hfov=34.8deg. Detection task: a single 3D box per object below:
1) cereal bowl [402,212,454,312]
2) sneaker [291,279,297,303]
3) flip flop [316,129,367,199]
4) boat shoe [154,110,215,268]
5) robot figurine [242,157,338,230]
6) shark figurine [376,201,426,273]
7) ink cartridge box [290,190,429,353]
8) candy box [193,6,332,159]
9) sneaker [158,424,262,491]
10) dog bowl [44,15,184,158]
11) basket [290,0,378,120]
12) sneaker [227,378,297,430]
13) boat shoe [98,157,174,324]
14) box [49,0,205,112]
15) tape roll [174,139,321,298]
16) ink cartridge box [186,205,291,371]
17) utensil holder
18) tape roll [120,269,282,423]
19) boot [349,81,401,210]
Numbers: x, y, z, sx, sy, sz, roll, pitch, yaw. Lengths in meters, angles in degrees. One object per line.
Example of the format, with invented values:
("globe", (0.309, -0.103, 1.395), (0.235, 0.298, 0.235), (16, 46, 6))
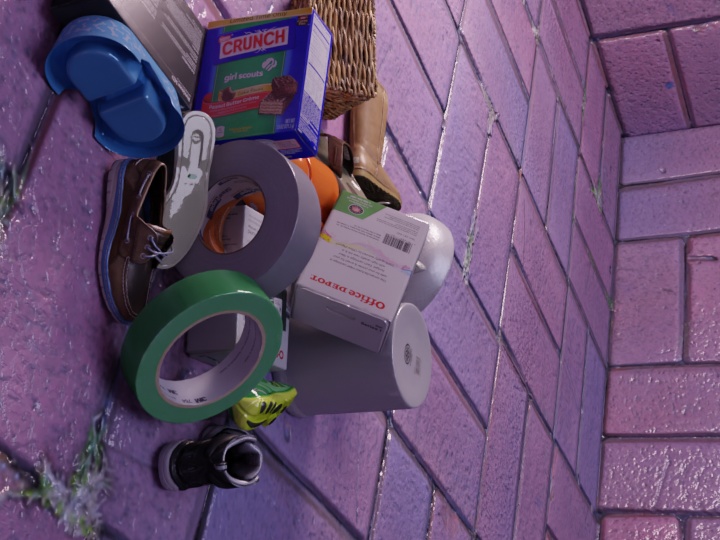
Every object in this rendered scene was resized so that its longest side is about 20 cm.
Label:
("cereal bowl", (0.064, -0.015, 1.972), (0.083, 0.199, 0.202), (32, 52, -31))
("sneaker", (-0.090, 0.012, 1.717), (0.201, 0.098, 0.079), (-65, 142, -48))
("flip flop", (-0.034, -0.175, 1.870), (0.201, 0.057, 0.081), (56, 27, 2))
("boat shoe", (-0.236, -0.103, 1.457), (0.071, 0.067, 0.203), (12, 90, -44))
("robot figurine", (-0.107, -0.124, 1.692), (0.200, 0.115, 0.146), (27, 67, -63))
("shark figurine", (0.009, -0.036, 1.889), (0.215, 0.126, 0.090), (-122, -144, -53))
("ink cartridge box", (0.000, 0.000, 1.657), (0.084, 0.143, 0.201), (106, 6, -50))
("candy box", (-0.136, -0.253, 1.586), (0.077, 0.167, 0.202), (50, 41, -56))
("sneaker", (-0.166, 0.244, 1.487), (0.200, 0.112, 0.077), (-3, 88, -65))
("dog bowl", (-0.282, -0.215, 1.339), (0.200, 0.110, 0.050), (55, 24, -47))
("basket", (-0.066, -0.365, 1.892), (0.141, 0.148, 0.203), (5, 79, -31))
("sneaker", (-0.144, 0.169, 1.589), (0.084, 0.074, 0.200), (46, 2, 10))
("boat shoe", (-0.265, -0.037, 1.374), (0.072, 0.071, 0.203), (10, 77, -65))
("box", (-0.275, -0.302, 1.388), (0.200, 0.078, 0.143), (55, 29, -47))
("tape roll", (-0.151, -0.062, 1.477), (0.066, 0.198, 0.203), (31, 57, -59))
("ink cartridge box", (-0.162, 0.030, 1.576), (0.146, 0.082, 0.203), (30, 59, -60))
("utensil holder", (-0.011, 0.134, 1.750), (0.170, 0.198, 0.172), (23, 64, -61))
("tape roll", (-0.190, 0.094, 1.392), (0.048, 0.200, 0.201), (47, -2, 39))
("boot", (0.031, -0.225, 2.075), (0.175, 0.065, 0.203), (44, 45, -56))
